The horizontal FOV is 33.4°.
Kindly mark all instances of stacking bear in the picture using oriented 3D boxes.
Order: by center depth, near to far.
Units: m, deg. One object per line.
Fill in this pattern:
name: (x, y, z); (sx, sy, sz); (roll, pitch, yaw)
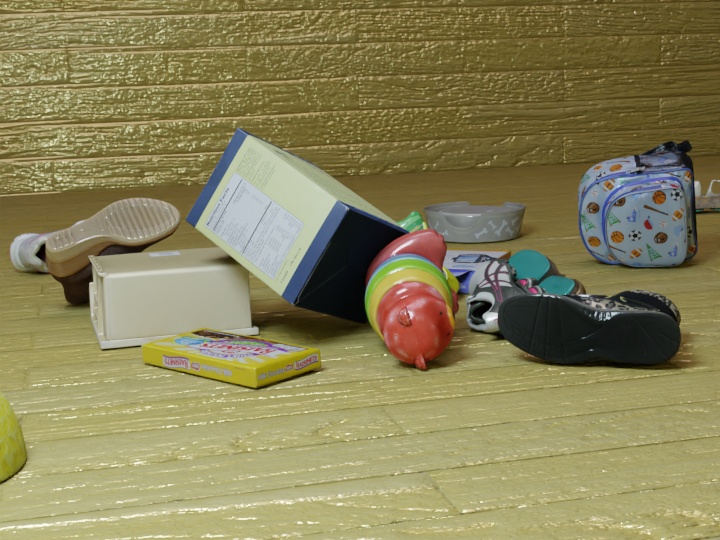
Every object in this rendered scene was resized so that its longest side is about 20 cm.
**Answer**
stacking bear: (0.062, 0.044, 1.391); (0.112, 0.123, 0.200); (-13, 17, 3)

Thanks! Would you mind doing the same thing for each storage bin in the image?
storage bin: (-0.252, 0.029, 1.575); (0.197, 0.096, 0.198); (-5, 9, -16)

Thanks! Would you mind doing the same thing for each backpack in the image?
backpack: (0.443, -0.092, 1.930); (0.187, 0.203, 0.154); (-2, 22, 17)

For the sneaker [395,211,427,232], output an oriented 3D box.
sneaker: (0.018, -0.043, 1.889); (0.197, 0.085, 0.074); (-13, -18, 19)

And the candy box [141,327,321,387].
candy box: (-0.148, 0.096, 1.355); (0.198, 0.027, 0.101); (6, 16, 42)

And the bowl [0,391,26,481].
bowl: (-0.389, 0.119, 1.022); (0.196, 0.110, 0.200); (-2, 9, 0)

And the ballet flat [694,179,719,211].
ballet flat: (0.737, -0.159, 2.562); (0.196, 0.069, 0.068); (-2, 9, 0)

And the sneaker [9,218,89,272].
sneaker: (-0.498, -0.035, 2.073); (0.197, 0.083, 0.088); (-17, 17, -28)

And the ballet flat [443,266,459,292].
ballet flat: (0.068, 0.015, 1.641); (0.198, 0.068, 0.067); (-11, 47, -36)

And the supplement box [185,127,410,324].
supplement box: (-0.072, -0.052, 1.511); (0.199, 0.135, 0.199); (36, 8, 28)

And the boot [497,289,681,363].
boot: (0.267, 0.059, 1.367); (0.200, 0.075, 0.153); (6, 9, 19)

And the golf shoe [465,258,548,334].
golf shoe: (0.166, 0.034, 1.521); (0.087, 0.079, 0.200); (-12, 11, -13)

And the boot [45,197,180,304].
boot: (-0.345, -0.024, 1.709); (0.197, 0.073, 0.167); (-15, -26, -8)

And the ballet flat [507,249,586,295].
ballet flat: (0.245, 0.031, 1.537); (0.068, 0.073, 0.200); (-40, 20, -4)

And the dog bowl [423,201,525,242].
dog bowl: (0.220, -0.094, 2.311); (0.196, 0.060, 0.200); (-2, 10, 0)

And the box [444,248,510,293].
box: (0.146, 0.001, 1.824); (0.117, 0.042, 0.200); (2, 13, 24)
